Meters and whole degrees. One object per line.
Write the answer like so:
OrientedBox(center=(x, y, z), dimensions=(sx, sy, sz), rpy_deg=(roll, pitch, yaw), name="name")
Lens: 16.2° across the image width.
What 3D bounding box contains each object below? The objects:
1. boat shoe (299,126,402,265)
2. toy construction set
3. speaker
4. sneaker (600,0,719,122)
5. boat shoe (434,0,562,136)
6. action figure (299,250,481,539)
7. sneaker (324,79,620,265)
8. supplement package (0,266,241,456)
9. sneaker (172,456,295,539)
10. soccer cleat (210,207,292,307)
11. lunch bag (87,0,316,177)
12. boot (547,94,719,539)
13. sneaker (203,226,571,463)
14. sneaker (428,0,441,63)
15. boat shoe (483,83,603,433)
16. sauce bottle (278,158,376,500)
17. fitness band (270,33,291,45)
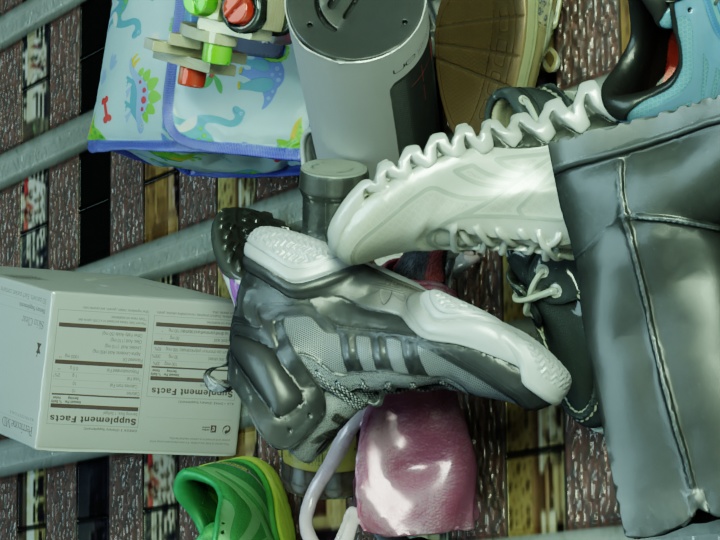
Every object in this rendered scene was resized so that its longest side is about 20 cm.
OrientedBox(center=(0.000, 0.000, 1.563), dimensions=(0.072, 0.068, 0.200), rpy_deg=(-27, 63, 56), name="boat shoe")
OrientedBox(center=(-0.090, -0.200, 1.515), dimensions=(0.131, 0.092, 0.200), rpy_deg=(15, 114, 32), name="toy construction set")
OrientedBox(center=(0.004, -0.113, 1.466), dimensions=(0.200, 0.081, 0.081), rpy_deg=(80, -179, -67), name="speaker")
OrientedBox(center=(0.177, -0.149, 1.249), dimensions=(0.078, 0.090, 0.200), rpy_deg=(50, 129, 52), name="sneaker")
OrientedBox(center=(0.092, -0.168, 1.446), dimensions=(0.073, 0.063, 0.200), rpy_deg=(21, 108, 44), name="boat shoe")
OrientedBox(center=(0.026, 0.053, 1.447), dimensions=(0.134, 0.149, 0.200), rpy_deg=(-143, 48, -63), name="action figure")
OrientedBox(center=(0.080, -0.038, 1.324), dimensions=(0.075, 0.200, 0.081), rpy_deg=(81, 169, -75), name="sneaker")
OrientedBox(center=(-0.195, 0.063, 1.813), dimensions=(0.200, 0.155, 0.111), rpy_deg=(10, 95, 60), name="supplement package")
OrientedBox(center=(-0.074, 0.204, 1.652), dimensions=(0.074, 0.083, 0.200), rpy_deg=(-64, 36, 32), name="sneaker")
OrientedBox(center=(-0.058, 0.037, 1.668), dimensions=(0.200, 0.068, 0.073), rpy_deg=(60, 140, 41), name="soccer cleat")
OrientedBox(center=(-0.080, -0.151, 1.685), dimensions=(0.200, 0.127, 0.170), rpy_deg=(4, 85, 45), name="lunch bag")
OrientedBox(center=(0.183, 0.019, 1.228), dimensions=(0.165, 0.066, 0.200), rpy_deg=(-15, 81, 29), name="boot")
OrientedBox(center=(0.010, 0.059, 1.362), dimensions=(0.200, 0.075, 0.114), rpy_deg=(23, 90, 22), name="sneaker")
OrientedBox(center=(0.036, -0.208, 1.550), dimensions=(0.079, 0.075, 0.200), rpy_deg=(89, 166, -68), name="sneaker")
OrientedBox(center=(0.105, -0.007, 1.386), dimensions=(0.076, 0.060, 0.200), rpy_deg=(-41, 51, 50), name="boat shoe")
OrientedBox(center=(-0.017, 0.035, 1.496), dimensions=(0.065, 0.065, 0.200), rpy_deg=(35, 129, 57), name="sauce bottle")
OrientedBox(center=(-0.037, -0.224, 1.544), dimensions=(0.200, 0.037, 0.144), rpy_deg=(63, 143, 32), name="fitness band")
